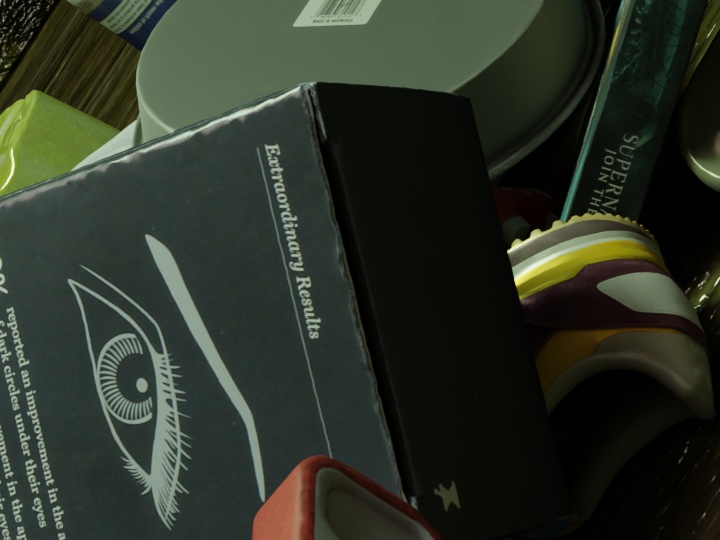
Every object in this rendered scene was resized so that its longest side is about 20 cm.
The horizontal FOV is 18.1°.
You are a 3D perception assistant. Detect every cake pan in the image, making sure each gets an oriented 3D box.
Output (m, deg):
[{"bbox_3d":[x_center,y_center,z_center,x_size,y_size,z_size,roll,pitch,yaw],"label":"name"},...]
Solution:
[{"bbox_3d":[-0.003,-0.088,0.903,0.199,0.037,0.201,-14,36,10],"label":"cake pan"}]

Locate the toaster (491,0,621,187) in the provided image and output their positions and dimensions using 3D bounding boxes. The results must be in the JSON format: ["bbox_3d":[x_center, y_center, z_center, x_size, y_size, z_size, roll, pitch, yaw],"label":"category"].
[{"bbox_3d":[0.019,-0.092,1.080,0.201,0.118,0.181,-61,18,-16],"label":"toaster"}]

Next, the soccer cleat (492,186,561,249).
[{"bbox_3d":[0.000,0.000,0.891,0.200,0.085,0.069,-22,-47,-38],"label":"soccer cleat"}]

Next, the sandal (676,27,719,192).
[{"bbox_3d":[0.162,-0.116,0.762,0.080,0.057,0.202,39,109,45],"label":"sandal"}]

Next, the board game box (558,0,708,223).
[{"bbox_3d":[0.113,-0.105,0.835,0.135,0.028,0.201,-68,-6,-58],"label":"board game box"}]

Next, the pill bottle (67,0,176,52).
[{"bbox_3d":[-0.057,-0.143,1.245,0.111,0.200,0.111,-50,17,21],"label":"pill bottle"}]

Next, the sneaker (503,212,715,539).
[{"bbox_3d":[0.029,0.064,0.789,0.200,0.075,0.090,-36,42,17],"label":"sneaker"}]

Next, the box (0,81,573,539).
[{"bbox_3d":[-0.051,0.037,0.743,0.199,0.149,0.104,-16,-7,30],"label":"box"}]

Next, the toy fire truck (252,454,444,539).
[{"bbox_3d":[0.039,0.143,0.505,0.112,0.168,0.200,-49,18,25],"label":"toy fire truck"}]

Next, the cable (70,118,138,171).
[{"bbox_3d":[-0.125,0.012,0.986,0.200,0.069,0.200,-33,19,37],"label":"cable"}]

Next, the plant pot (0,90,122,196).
[{"bbox_3d":[-0.138,0.004,1.232,0.201,0.184,0.201,-49,18,22],"label":"plant pot"}]
